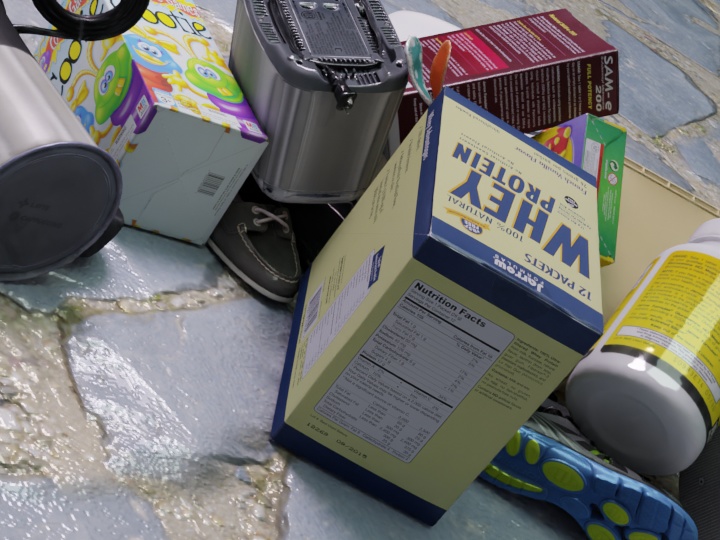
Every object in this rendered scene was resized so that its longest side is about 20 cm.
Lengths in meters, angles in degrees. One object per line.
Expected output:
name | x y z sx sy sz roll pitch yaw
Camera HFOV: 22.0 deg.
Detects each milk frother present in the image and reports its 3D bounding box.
milk frother | -0.208 -0.125 1.234 0.180 0.200 0.188 11 34 -51

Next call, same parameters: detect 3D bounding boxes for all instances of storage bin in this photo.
storage bin | 0.231 0.025 1.563 0.198 0.094 0.200 27 53 -20

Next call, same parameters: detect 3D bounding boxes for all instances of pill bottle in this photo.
pill bottle | 0.250 0.053 1.424 0.112 0.113 0.200 38 56 5

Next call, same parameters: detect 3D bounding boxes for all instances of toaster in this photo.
toaster | -0.036 -0.140 1.415 0.113 0.129 0.200 -2 42 -21

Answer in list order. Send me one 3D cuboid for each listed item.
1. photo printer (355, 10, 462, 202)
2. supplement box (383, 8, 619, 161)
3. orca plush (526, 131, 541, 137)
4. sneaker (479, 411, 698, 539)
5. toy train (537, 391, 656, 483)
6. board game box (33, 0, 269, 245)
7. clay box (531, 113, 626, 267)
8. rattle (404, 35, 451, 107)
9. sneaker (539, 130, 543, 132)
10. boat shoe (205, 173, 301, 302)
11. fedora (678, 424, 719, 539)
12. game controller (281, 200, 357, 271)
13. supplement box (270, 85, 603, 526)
photo printer | 0.035 -0.148 1.613 0.200 0.070 0.166 -30 49 -27
supplement box | 0.098 -0.152 1.506 0.199 0.061 0.109 -13 29 -12
orca plush | 0.119 -0.086 1.661 0.199 0.071 0.105 9 20 -7
sneaker | 0.167 0.150 1.376 0.199 0.071 0.083 31 30 -4
toy train | 0.153 0.124 1.440 0.200 0.046 0.034 25 25 -20
board game box | -0.165 -0.130 1.412 0.103 0.105 0.200 16 30 -36
clay box | 0.133 -0.044 1.512 0.047 0.200 0.115 19 68 -29
rattle | 0.056 -0.064 1.374 0.130 0.143 0.200 56 6 35
sneaker | 0.207 -0.093 1.882 0.108 0.067 0.201 45 29 18
boat shoe | -0.093 -0.059 1.434 0.067 0.057 0.200 13 32 -41
fedora | 0.311 0.156 1.453 0.090 0.201 0.177 3 -14 40
game controller | 0.000 0.000 1.486 0.104 0.042 0.200 -14 51 -42
supplement box | 0.054 0.023 1.277 0.134 0.200 0.200 29 32 -14
